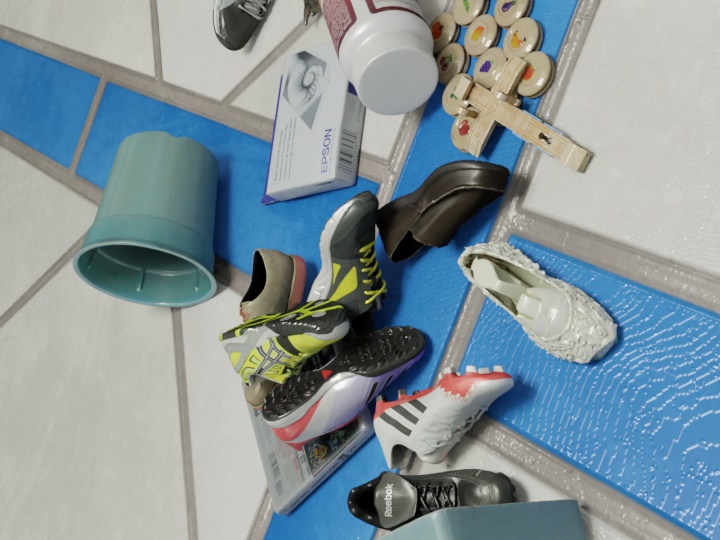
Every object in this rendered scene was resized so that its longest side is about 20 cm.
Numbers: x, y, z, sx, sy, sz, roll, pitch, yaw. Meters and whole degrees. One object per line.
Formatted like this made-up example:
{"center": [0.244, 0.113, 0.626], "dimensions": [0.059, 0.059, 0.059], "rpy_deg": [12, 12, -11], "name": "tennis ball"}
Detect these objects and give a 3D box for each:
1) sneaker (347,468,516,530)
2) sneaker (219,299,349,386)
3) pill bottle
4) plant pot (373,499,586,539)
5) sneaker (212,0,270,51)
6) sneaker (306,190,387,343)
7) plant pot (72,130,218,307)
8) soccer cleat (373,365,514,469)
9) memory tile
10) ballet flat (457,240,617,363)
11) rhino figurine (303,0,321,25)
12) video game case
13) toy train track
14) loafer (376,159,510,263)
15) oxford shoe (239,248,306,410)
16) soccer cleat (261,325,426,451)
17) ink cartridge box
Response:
{"center": [0.062, 0.233, 1.128], "dimensions": [0.200, 0.090, 0.067], "rpy_deg": [-17, 65, 47], "name": "sneaker"}
{"center": [-0.078, 0.085, 1.289], "dimensions": [0.200, 0.075, 0.077], "rpy_deg": [-14, 100, 49], "name": "sneaker"}
{"center": [0.022, -0.283, 1.337], "dimensions": [0.114, 0.114, 0.200], "rpy_deg": [-46, 40, 30], "name": "pill bottle"}
{"center": [0.094, 0.329, 0.983], "dimensions": [0.196, 0.196, 0.200], "rpy_deg": [-36, 60, 37], "name": "plant pot"}
{"center": [-0.143, -0.416, 1.632], "dimensions": [0.115, 0.075, 0.200], "rpy_deg": [12, 85, 49], "name": "sneaker"}
{"center": [0.000, 0.000, 1.282], "dimensions": [0.085, 0.074, 0.200], "rpy_deg": [34, 133, 23], "name": "sneaker"}
{"center": [-0.288, -0.078, 1.602], "dimensions": [0.200, 0.200, 0.196], "rpy_deg": [-21, 53, 45], "name": "plant pot"}
{"center": [0.086, 0.152, 1.155], "dimensions": [0.200, 0.069, 0.085], "rpy_deg": [-27, 66, 46], "name": "soccer cleat"}
{"center": [0.140, -0.246, 1.270], "dimensions": [0.153, 0.017, 0.200], "rpy_deg": [-38, 50, 36], "name": "memory tile"}
{"center": [0.162, 0.029, 1.104], "dimensions": [0.200, 0.072, 0.072], "rpy_deg": [39, 107, 49], "name": "ballet flat"}
{"center": [-0.024, -0.402, 1.491], "dimensions": [0.200, 0.060, 0.088], "rpy_deg": [-50, 54, 31], "name": "rhino figurine"}
{"center": [-0.068, 0.163, 1.368], "dimensions": [0.182, 0.023, 0.200], "rpy_deg": [-47, 44, 30], "name": "video game case"}
{"center": [0.160, -0.158, 1.181], "dimensions": [0.200, 0.032, 0.115], "rpy_deg": [41, 112, 41], "name": "toy train track"}
{"center": [0.092, -0.059, 1.225], "dimensions": [0.200, 0.073, 0.072], "rpy_deg": [-31, 58, 52], "name": "loafer"}
{"center": [-0.125, 0.070, 1.394], "dimensions": [0.070, 0.075, 0.200], "rpy_deg": [-11, 66, 50], "name": "oxford shoe"}
{"center": [-0.010, 0.130, 1.257], "dimensions": [0.200, 0.073, 0.068], "rpy_deg": [-30, 35, 3], "name": "soccer cleat"}
{"center": [-0.072, -0.195, 1.489], "dimensions": [0.200, 0.041, 0.200], "rpy_deg": [-9, 70, 49], "name": "ink cartridge box"}
